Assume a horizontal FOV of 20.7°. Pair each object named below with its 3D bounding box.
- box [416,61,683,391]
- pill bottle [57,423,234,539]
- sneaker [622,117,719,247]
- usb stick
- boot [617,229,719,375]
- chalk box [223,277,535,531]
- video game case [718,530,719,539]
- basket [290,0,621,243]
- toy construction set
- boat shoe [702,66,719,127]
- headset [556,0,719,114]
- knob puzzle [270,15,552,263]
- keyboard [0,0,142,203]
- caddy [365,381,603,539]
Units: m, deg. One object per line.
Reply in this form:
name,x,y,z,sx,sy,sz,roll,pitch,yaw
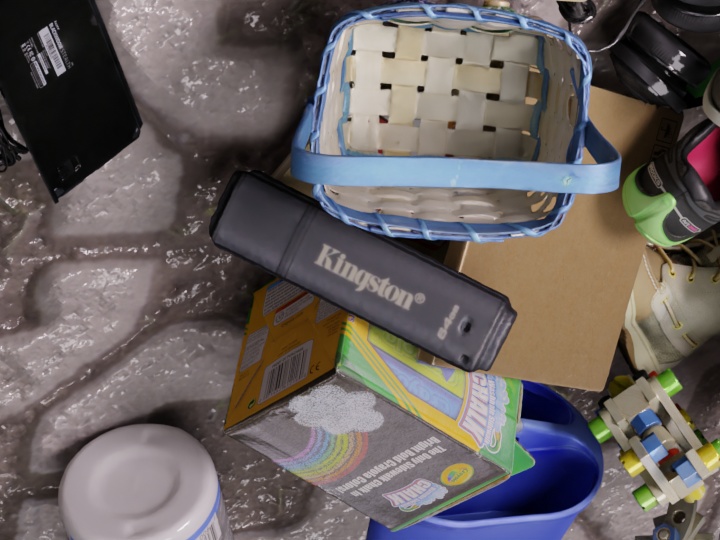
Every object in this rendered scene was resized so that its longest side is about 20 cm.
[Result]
box,0.127,-0.025,1.292,0.163,0.021,0.200,11,98,-39
pill bottle,-0.146,0.214,1.441,0.114,0.114,0.200,-18,137,-8
sneaker,0.259,-0.080,1.305,0.200,0.077,0.084,-39,-175,-34
usb stick,0.000,0.000,1.230,0.055,0.200,0.033,-63,174,-4
boot,0.248,-0.008,1.437,0.155,0.072,0.200,-25,143,1
chalk box,0.029,0.084,1.330,0.200,0.124,0.124,33,136,-28
video game case,0.295,0.125,1.489,0.019,0.200,0.143,10,106,12
basket,0.047,-0.082,1.124,0.176,0.200,0.139,3,113,-4
toy construction set,0.227,0.146,1.451,0.092,0.131,0.200,-27,143,-7
boat shoe,0.285,-0.142,1.262,0.202,0.072,0.060,-34,152,-45
headset,0.196,-0.169,1.272,0.200,0.094,0.124,-5,131,-42
knob puzzle,0.052,-0.093,1.290,0.220,0.030,0.220,-14,136,-14
keyboard,-0.200,-0.127,1.148,0.104,0.040,0.200,-39,140,-20
caddy,0.080,0.143,1.458,0.200,0.141,0.105,-3,138,-24
